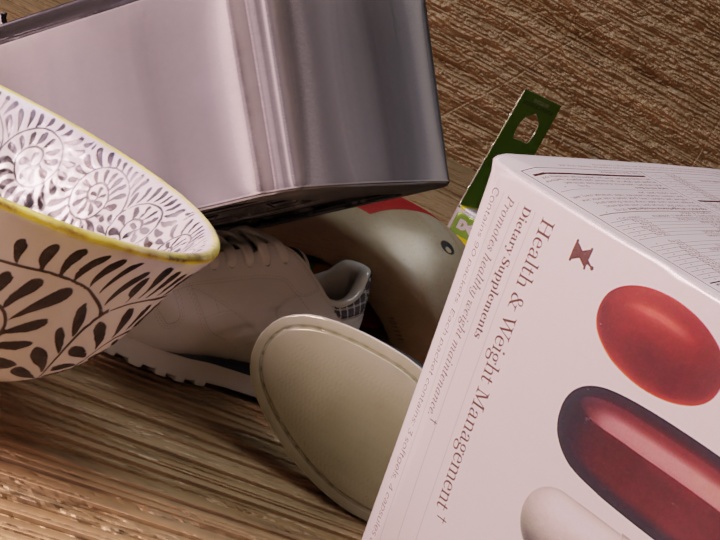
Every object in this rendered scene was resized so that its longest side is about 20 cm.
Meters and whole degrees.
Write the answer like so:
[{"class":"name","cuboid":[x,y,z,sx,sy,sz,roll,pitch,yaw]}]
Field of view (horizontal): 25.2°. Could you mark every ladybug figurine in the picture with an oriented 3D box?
[{"class":"ladybug figurine","cuboid":[0.000,0.000,0.950,0.199,0.072,0.136,17,-38,51]}]

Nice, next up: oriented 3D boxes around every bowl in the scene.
[{"class":"bowl","cuboid":[-0.160,-0.014,0.594,0.199,0.095,0.201,27,8,-4]}]

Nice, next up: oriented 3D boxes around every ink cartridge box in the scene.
[{"class":"ink cartridge box","cuboid":[0.125,-0.032,1.275,0.075,0.201,0.148,30,10,17]}]

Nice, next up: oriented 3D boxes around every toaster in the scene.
[{"class":"toaster","cuboid":[-0.060,-0.085,0.801,0.198,0.120,0.180,-11,-1,30]}]

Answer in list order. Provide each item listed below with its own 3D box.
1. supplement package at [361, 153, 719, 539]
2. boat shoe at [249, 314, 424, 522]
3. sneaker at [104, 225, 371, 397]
[{"class":"supplement package","cuboid":[0.129,0.087,0.574,0.146,0.193,0.200,-1,26,-43]},{"class":"boat shoe","cuboid":[0.037,0.087,0.754,0.198,0.075,0.066,30,7,4]},{"class":"sneaker","cuboid":[-0.078,0.011,0.808,0.199,0.081,0.076,17,16,-46]}]
